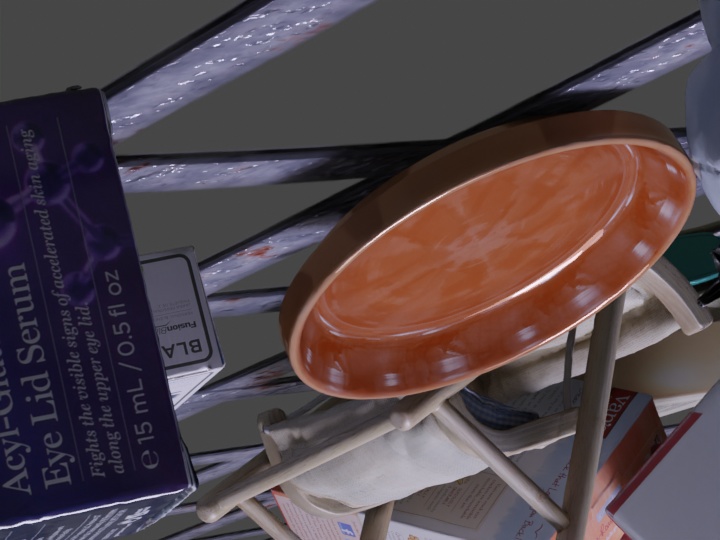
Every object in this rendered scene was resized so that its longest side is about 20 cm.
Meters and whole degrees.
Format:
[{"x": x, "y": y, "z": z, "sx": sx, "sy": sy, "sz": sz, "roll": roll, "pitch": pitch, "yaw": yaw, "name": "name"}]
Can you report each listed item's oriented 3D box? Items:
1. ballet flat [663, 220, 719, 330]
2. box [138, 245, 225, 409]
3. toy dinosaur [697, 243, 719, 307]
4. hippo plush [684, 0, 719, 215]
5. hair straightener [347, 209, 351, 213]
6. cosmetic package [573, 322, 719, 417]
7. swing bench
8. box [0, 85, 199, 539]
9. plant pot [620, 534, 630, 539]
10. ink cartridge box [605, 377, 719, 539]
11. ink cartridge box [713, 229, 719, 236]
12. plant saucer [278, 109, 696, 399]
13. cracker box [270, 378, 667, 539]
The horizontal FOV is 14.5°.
[{"x": 0.217, "y": 0.001, "z": 1.581, "sx": 0.199, "sy": 0.070, "sz": 0.069, "roll": -9, "pitch": 171, "yaw": 9, "name": "ballet flat"}, {"x": -0.147, "y": 0.049, "z": 1.355, "sx": 0.116, "sy": 0.060, "sz": 0.200, "roll": -11, "pitch": 170, "yaw": -18, "name": "box"}, {"x": 0.243, "y": 0.003, "z": 1.355, "sx": 0.136, "sy": 0.102, "sz": 0.200, "roll": -27, "pitch": 155, "yaw": -32, "name": "toy dinosaur"}, {"x": 0.161, "y": -0.076, "z": 0.901, "sx": 0.161, "sy": 0.201, "sz": 0.159, "roll": 8, "pitch": -171, "yaw": 44, "name": "hippo plush"}, {"x": 0.000, "y": 0.000, "z": 1.387, "sx": 0.077, "sy": 0.041, "sz": 0.200, "roll": -14, "pitch": 175, "yaw": -3, "name": "hair straightener"}, {"x": 0.137, "y": 0.065, "z": 1.816, "sx": 0.200, "sy": 0.071, "sz": 0.105, "roll": -5, "pitch": 168, "yaw": -44, "name": "cosmetic package"}, {"x": 0.050, "y": 0.073, "z": 1.504, "sx": 0.199, "sy": 0.130, "sz": 0.200, "roll": -28, "pitch": -157, "yaw": 50, "name": "swing bench"}, {"x": -0.175, "y": 0.034, "z": 0.971, "sx": 0.199, "sy": 0.148, "sz": 0.104, "roll": -12, "pitch": 170, "yaw": -18, "name": "box"}, {"x": 0.102, "y": 0.222, "z": 1.732, "sx": 0.177, "sy": 0.201, "sz": 0.200, "roll": 5, "pitch": 180, "yaw": 27, "name": "plant pot"}, {"x": 0.239, "y": 0.121, "z": 1.622, "sx": 0.144, "sy": 0.084, "sz": 0.200, "roll": -49, "pitch": 158, "yaw": 6, "name": "ink cartridge box"}, {"x": 0.302, "y": -0.069, "z": 1.405, "sx": 0.200, "sy": 0.047, "sz": 0.197, "roll": -20, "pitch": 170, "yaw": 39, "name": "ink cartridge box"}, {"x": 0.055, "y": -0.010, "z": 1.264, "sx": 0.200, "sy": 0.032, "sz": 0.200, "roll": -20, "pitch": 154, "yaw": -10, "name": "plant saucer"}, {"x": 0.065, "y": 0.120, "z": 1.657, "sx": 0.200, "sy": 0.058, "sz": 0.134, "roll": 10, "pitch": -132, "yaw": 39, "name": "cracker box"}]
